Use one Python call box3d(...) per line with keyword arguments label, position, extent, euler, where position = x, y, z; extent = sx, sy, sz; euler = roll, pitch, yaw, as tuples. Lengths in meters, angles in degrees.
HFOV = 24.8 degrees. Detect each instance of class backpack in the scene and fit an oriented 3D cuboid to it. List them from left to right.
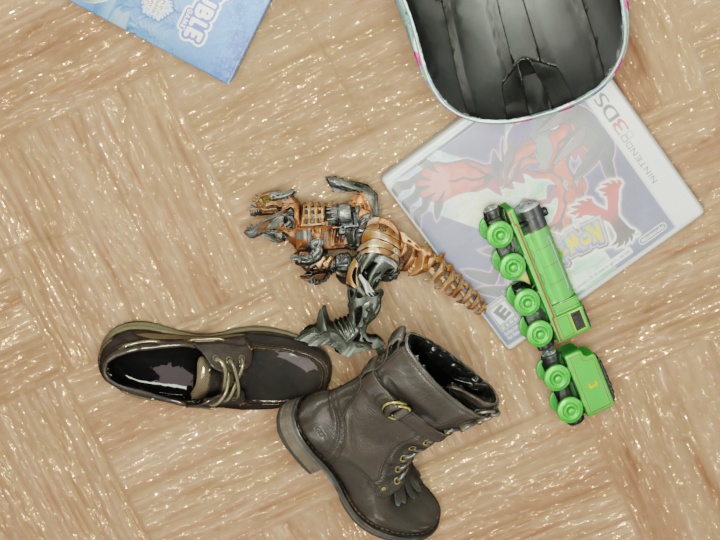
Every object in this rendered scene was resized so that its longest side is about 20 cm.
box3d(label="backpack", position=(0.112, -0.215, 1.227), extent=(0.176, 0.151, 0.202), euler=(-16, 97, 10))

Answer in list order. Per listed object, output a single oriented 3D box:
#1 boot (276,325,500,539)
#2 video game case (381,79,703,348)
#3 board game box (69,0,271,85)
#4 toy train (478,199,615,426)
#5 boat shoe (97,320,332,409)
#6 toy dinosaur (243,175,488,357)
box3d(label="boot", position=(0.045, 0.137, 1.324), extent=(0.173, 0.070, 0.200), euler=(-28, 124, 36))
box3d(label="video game case", position=(0.148, -0.063, 1.336), extent=(0.199, 0.023, 0.183), euler=(-36, 101, 12))
box3d(label="board game box", position=(-0.145, -0.281, 1.277), extent=(0.198, 0.043, 0.201), euler=(26, 105, -6))
box3d(label="toy train", position=(0.154, 0.033, 1.332), extent=(0.056, 0.042, 0.201), euler=(-23, 105, -2))
box3d(label="boat shoe", position=(-0.123, 0.089, 1.366), extent=(0.198, 0.073, 0.075), euler=(2, 106, 2))
box3d(label="toy dinosaur", position=(0.000, 0.000, 1.328), extent=(0.199, 0.102, 0.137), euler=(18, 91, 23))
